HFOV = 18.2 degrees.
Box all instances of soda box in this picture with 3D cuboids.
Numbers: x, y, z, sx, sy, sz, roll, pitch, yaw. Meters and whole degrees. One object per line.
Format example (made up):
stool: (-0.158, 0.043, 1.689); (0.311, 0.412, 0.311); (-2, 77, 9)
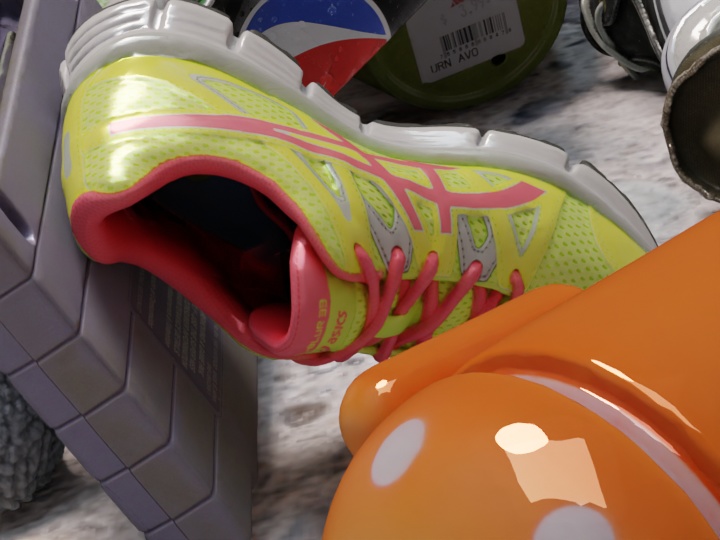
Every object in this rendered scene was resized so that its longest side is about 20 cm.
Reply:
soda box: (-0.031, -0.100, 0.873); (0.200, 0.063, 0.071); (-45, 18, 9)

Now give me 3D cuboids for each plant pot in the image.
plant pot: (0.017, -0.163, 1.009); (0.185, 0.188, 0.201); (-17, 39, -9)

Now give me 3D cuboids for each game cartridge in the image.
game cartridge: (-0.077, -0.009, 0.685); (0.038, 0.130, 0.201); (-26, 27, 12)

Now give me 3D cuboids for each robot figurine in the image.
robot figurine: (0.074, 0.055, 0.467); (0.199, 0.144, 0.117); (-28, -10, -33)

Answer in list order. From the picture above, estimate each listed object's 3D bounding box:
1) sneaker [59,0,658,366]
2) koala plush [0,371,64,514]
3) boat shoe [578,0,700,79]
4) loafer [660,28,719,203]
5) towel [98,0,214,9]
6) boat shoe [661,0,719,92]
sneaker: (0.000, 0.000, 0.644); (0.198, 0.078, 0.091); (20, 37, -10)
koala plush: (-0.202, -0.026, 0.729); (0.176, 0.202, 0.184); (-16, 20, -5)
boat shoe: (0.128, -0.111, 0.944); (0.071, 0.072, 0.200); (-32, 17, 17)
loafer: (0.168, -0.041, 0.707); (0.069, 0.076, 0.199); (-25, 23, -38)
towel: (-0.106, -0.134, 0.904); (0.199, 0.031, 0.150); (-10, 41, 45)
boat shoe: (0.203, -0.091, 0.784); (0.200, 0.075, 0.086); (-3, -17, 13)
